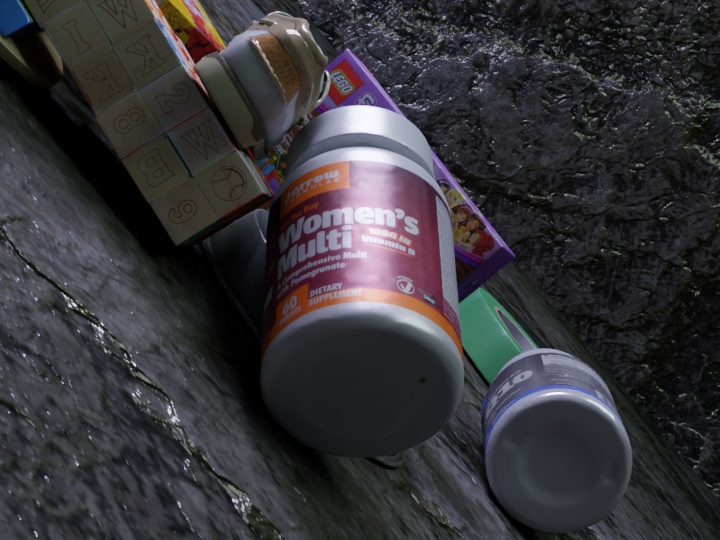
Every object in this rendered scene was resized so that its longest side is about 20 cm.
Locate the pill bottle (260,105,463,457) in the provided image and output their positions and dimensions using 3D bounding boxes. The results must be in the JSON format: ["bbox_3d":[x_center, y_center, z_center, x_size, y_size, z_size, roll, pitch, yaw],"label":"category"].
[{"bbox_3d":[0.000,0.000,0.961,0.110,0.110,0.200,45,27,-33],"label":"pill bottle"}]

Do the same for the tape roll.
[{"bbox_3d":[0.171,0.110,1.788,0.200,0.048,0.200,49,8,-10],"label":"tape roll"}]

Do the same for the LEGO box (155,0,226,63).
[{"bbox_3d":[-0.183,-0.207,1.190,0.149,0.077,0.200,44,10,-41],"label":"LEGO box"}]

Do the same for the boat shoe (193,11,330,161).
[{"bbox_3d":[-0.052,-0.112,1.009,0.075,0.068,0.200,59,1,-8],"label":"boat shoe"}]

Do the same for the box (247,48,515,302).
[{"bbox_3d":[-0.001,-0.044,1.234,0.200,0.137,0.039,53,8,22],"label":"box"}]

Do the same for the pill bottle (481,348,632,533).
[{"bbox_3d":[0.155,0.130,1.376,0.114,0.114,0.200,49,8,-5],"label":"pill bottle"}]

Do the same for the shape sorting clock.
[{"bbox_3d":[-0.234,-0.191,0.973,0.200,0.039,0.200,59,1,-2],"label":"shape sorting clock"}]

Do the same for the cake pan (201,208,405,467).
[{"bbox_3d":[-0.024,0.037,1.093,0.200,0.037,0.200,49,9,-10],"label":"cake pan"}]

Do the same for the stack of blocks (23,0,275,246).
[{"bbox_3d":[-0.128,-0.113,0.986,0.200,0.059,0.115,59,1,-1],"label":"stack of blocks"}]
